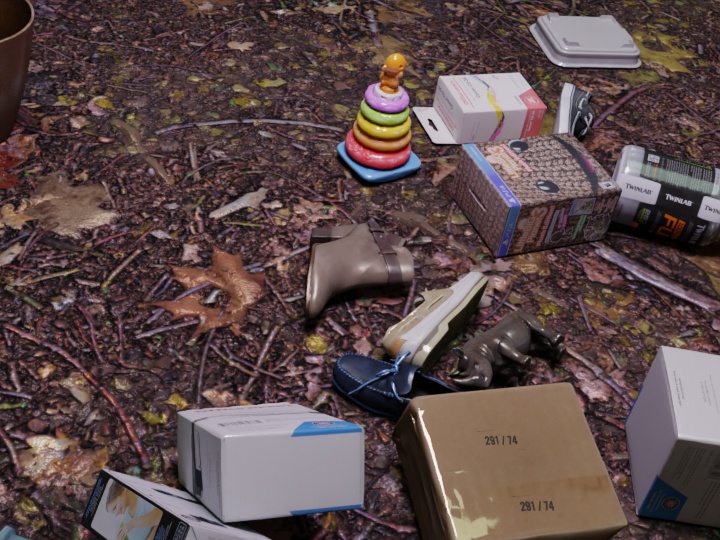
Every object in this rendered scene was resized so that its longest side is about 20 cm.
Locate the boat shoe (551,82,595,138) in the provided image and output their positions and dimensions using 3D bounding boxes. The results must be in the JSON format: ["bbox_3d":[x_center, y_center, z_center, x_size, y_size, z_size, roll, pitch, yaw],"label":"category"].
[{"bbox_3d":[0.374,-0.264,1.768,0.067,0.072,0.200,14,34,7],"label":"boat shoe"}]

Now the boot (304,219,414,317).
[{"bbox_3d":[0.000,0.000,1.386,0.145,0.071,0.201,9,41,-5],"label":"boot"}]

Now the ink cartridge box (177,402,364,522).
[{"bbox_3d":[-0.098,0.191,1.045,0.144,0.085,0.200,0,0,-22],"label":"ink cartridge box"}]

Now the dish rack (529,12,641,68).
[{"bbox_3d":[0.453,-0.465,2.031,0.199,0.044,0.172,-1,41,-15],"label":"dish rack"}]

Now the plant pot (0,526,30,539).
[{"bbox_3d":[-0.233,0.338,0.869,0.195,0.201,0.201,13,40,-9],"label":"plant pot"}]

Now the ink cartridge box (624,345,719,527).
[{"bbox_3d":[0.432,0.201,1.186,0.199,0.148,0.145,10,40,-1],"label":"ink cartridge box"}]

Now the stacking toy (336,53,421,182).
[{"bbox_3d":[0.038,-0.248,1.574,0.115,0.201,0.110,-18,48,-28],"label":"stacking toy"}]

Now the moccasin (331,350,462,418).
[{"bbox_3d":[0.063,0.139,1.238,0.199,0.068,0.081,19,41,10],"label":"moccasin"}]

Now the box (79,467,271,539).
[{"bbox_3d":[-0.169,0.252,0.960,0.116,0.060,0.199,27,-10,-36],"label":"box"}]

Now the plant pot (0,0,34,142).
[{"bbox_3d":[-0.569,-0.289,1.494,0.185,0.201,0.188,6,42,-5],"label":"plant pot"}]

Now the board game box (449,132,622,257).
[{"bbox_3d":[0.265,-0.120,1.555,0.199,0.097,0.160,-10,44,-22],"label":"board game box"}]

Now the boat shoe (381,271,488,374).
[{"bbox_3d":[0.102,0.055,1.339,0.068,0.075,0.200,30,43,18],"label":"boat shoe"}]

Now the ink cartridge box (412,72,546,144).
[{"bbox_3d":[0.202,-0.279,1.745,0.199,0.068,0.117,-7,44,-19],"label":"ink cartridge box"}]

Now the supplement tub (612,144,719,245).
[{"bbox_3d":[0.487,-0.112,1.573,0.199,0.123,0.123,17,41,9],"label":"supplement tub"}]

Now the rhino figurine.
[{"bbox_3d":[0.178,0.107,1.295,0.087,0.060,0.199,32,37,31],"label":"rhino figurine"}]

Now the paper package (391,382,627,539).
[{"bbox_3d":[0.157,0.231,1.111,0.199,0.104,0.191,-4,53,-16],"label":"paper package"}]
